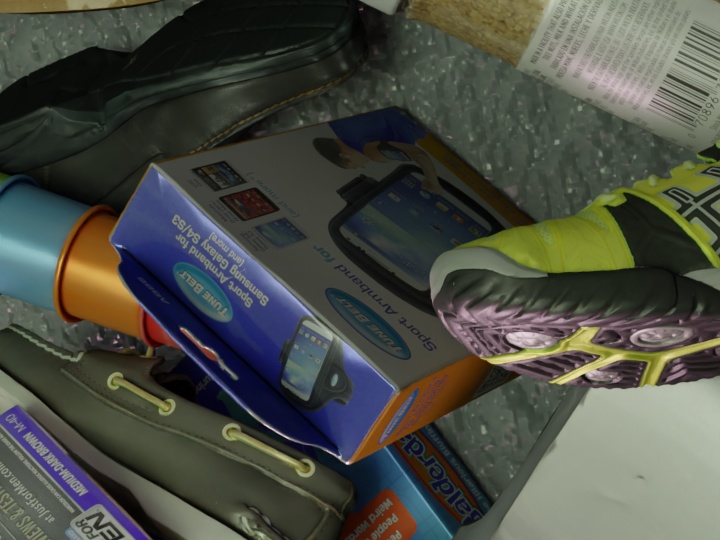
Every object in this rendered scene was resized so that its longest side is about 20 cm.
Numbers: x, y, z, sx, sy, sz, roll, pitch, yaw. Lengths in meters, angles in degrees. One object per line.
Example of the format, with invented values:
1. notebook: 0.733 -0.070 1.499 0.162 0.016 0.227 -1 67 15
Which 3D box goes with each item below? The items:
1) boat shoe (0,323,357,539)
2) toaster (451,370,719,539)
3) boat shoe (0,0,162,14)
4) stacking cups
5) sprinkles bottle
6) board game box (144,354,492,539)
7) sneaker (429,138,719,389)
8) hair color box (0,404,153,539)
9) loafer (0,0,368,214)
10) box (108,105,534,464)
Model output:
1. boat shoe: -0.085 0.069 0.841 0.201 0.072 0.060 29 70 37
2. toaster: 0.127 0.079 0.748 0.129 0.114 0.200 36 108 15
3. boat shoe: -0.156 -0.144 0.887 0.199 0.070 0.071 3 104 29
4. stacking cups: -0.128 -0.012 0.855 0.199 0.060 0.061 16 107 16
5. sprinkles bottle: 0.091 -0.089 0.723 0.199 0.068 0.068 25 112 0
6. board game box: -0.019 0.123 0.873 0.152 0.045 0.200 -44 77 28
7. sneaker: 0.119 -0.011 0.668 0.199 0.075 0.077 -5 71 -7
8. hair color box: -0.105 0.161 0.844 0.109 0.065 0.200 37 156 40
9. loafer: -0.072 -0.064 0.864 0.199 0.073 0.072 -13 120 38
10. box: 0.000 0.000 0.751 0.119 0.200 0.042 41 116 16
